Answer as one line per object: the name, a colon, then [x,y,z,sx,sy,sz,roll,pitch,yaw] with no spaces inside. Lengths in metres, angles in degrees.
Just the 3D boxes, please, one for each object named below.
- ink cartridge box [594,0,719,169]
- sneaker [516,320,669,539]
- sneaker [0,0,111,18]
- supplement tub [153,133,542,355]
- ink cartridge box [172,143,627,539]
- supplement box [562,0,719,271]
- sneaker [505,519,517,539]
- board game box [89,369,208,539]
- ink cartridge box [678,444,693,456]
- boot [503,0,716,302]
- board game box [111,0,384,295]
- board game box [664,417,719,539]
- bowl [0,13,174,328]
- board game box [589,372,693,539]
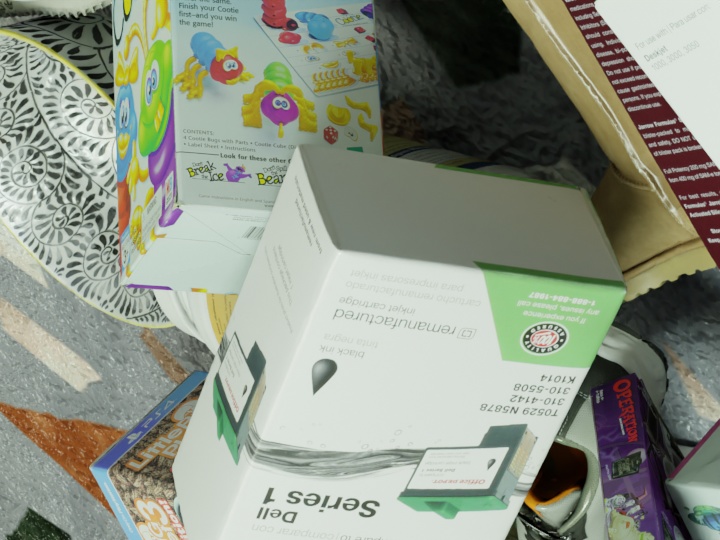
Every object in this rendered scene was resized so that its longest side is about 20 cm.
ink cartridge box: [0.209,-0.078,1.073,0.200,0.144,0.085,51,150,-5]
sneaker: [0.099,0.110,1.369,0.074,0.079,0.201,24,142,22]
sneaker: [-0.167,-0.194,1.500,0.200,0.069,0.100,0,120,50]
supplement tub: [0.000,0.000,1.434,0.199,0.144,0.145,18,139,41]
ink cartridge box: [0.013,0.053,1.270,0.085,0.145,0.201,-110,34,-49]
supplement box: [0.154,-0.106,1.150,0.061,0.109,0.200,-8,120,54]
sneaker: [0.103,0.210,1.485,0.200,0.088,0.077,46,163,31]
board game box: [-0.034,0.158,1.610,0.199,0.097,0.160,6,130,49]
ink cartridge box: [0.198,0.159,1.437,0.199,0.067,0.117,7,131,49]
boot: [0.104,-0.089,1.285,0.175,0.066,0.200,-22,107,49]
board game box: [-0.057,-0.099,1.327,0.103,0.104,0.201,133,138,-60]
board game box: [0.238,0.133,1.278,0.064,0.148,0.201,-3,123,50]
bowl: [-0.133,-0.074,1.569,0.200,0.094,0.201,33,146,25]
board game box: [0.161,0.156,1.286,0.032,0.120,0.200,-20,126,19]
